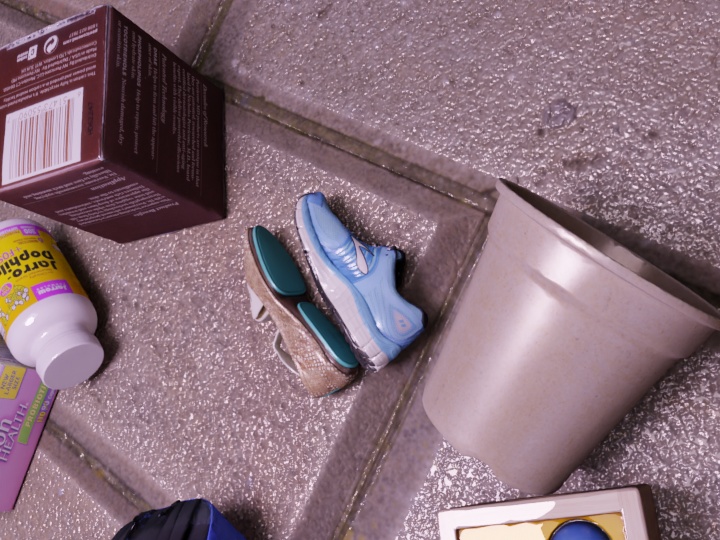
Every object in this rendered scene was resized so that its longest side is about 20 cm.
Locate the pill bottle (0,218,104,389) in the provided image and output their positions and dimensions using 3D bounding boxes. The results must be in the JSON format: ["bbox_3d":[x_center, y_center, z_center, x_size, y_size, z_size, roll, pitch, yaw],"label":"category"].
[{"bbox_3d":[-0.378,0.040,0.894,0.104,0.104,0.201,-46,63,9],"label":"pill bottle"}]

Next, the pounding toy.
[{"bbox_3d":[0.129,0.269,0.565,0.196,0.142,0.189,-14,72,22],"label":"pounding toy"}]

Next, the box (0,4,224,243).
[{"bbox_3d":[-0.269,-0.145,0.828,0.162,0.199,0.168,-11,73,23],"label":"box"}]

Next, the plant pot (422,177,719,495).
[{"bbox_3d":[0.147,0.060,0.594,0.199,0.199,0.186,38,107,28],"label":"plant pot"}]

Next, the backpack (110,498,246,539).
[{"bbox_3d":[-0.173,0.331,0.693,0.159,0.169,0.202,-19,38,17],"label":"backpack"}]

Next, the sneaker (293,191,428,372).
[{"bbox_3d":[0.000,0.000,0.745,0.089,0.079,0.202,-27,62,-8],"label":"sneaker"}]

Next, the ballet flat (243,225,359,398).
[{"bbox_3d":[-0.077,0.044,0.766,0.065,0.070,0.201,-47,59,21],"label":"ballet flat"}]

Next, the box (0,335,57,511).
[{"bbox_3d":[-0.488,0.167,0.923,0.197,0.096,0.180,19,87,29],"label":"box"}]
